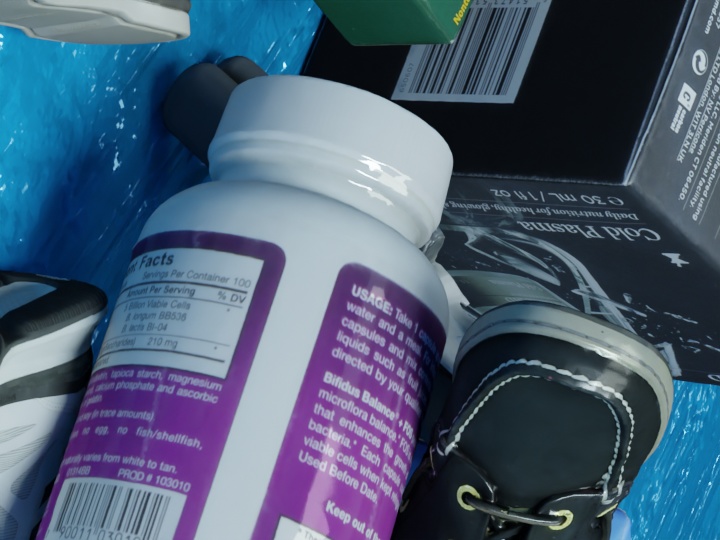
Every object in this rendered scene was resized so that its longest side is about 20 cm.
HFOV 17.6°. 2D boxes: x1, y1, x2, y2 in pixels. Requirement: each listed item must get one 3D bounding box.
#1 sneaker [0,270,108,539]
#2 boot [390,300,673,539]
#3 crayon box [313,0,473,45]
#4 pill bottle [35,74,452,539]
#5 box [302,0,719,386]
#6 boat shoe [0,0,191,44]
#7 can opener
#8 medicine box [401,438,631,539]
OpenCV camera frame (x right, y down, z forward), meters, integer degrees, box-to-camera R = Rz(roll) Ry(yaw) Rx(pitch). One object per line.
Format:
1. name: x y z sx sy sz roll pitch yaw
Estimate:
1. sneaker: -0.141 0.075 0.724 0.200 0.075 0.116 -24 120 -63
2. boot: 0.039 0.112 0.755 0.204 0.073 0.154 109 1 -62
3. crayon box: 0.010 -0.217 0.878 0.173 0.058 0.201 48 57 -42
4. pill bottle: -0.034 0.041 0.774 0.112 0.112 0.201 53 50 -58
5. box: 0.107 -0.046 0.981 0.196 0.199 0.125 35 70 -41
6. boat shoe: -0.112 -0.108 0.726 0.200 0.066 0.057 2 83 -69
7. can opener: 0.000 0.000 0.877 0.067 0.200 0.053 -49 167 25
8. medicine box: -0.008 0.170 0.907 0.103 0.181 0.201 74 36 -63
